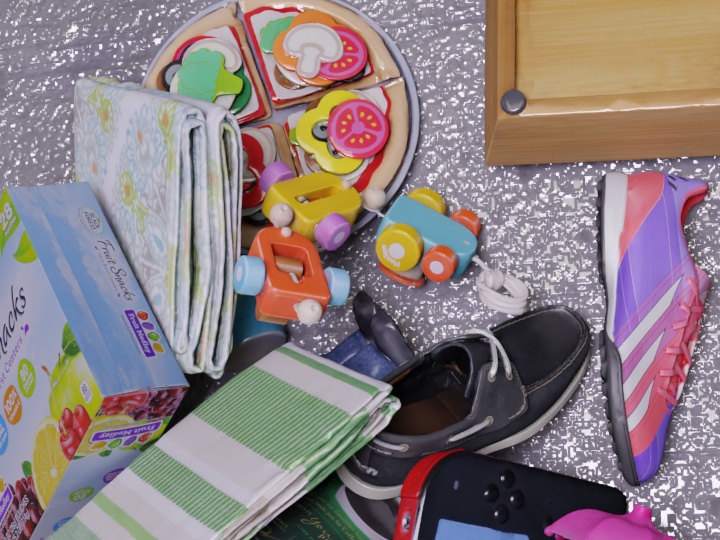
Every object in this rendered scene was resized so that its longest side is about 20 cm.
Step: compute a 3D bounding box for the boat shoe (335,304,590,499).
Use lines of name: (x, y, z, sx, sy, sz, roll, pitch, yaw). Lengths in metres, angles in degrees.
boat shoe: (0.072, 0.070, 0.957, 0.199, 0.068, 0.072, -26, 55, -31)

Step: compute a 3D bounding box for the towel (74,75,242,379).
towel: (-0.135, -0.032, 1.007, 0.200, 0.048, 0.173, 20, 110, 56)

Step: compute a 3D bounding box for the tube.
tube: (-0.114, -0.026, 1.084, 0.077, 0.050, 0.201, -26, 68, -5)

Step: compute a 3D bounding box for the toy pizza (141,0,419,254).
toy pizza: (-0.059, -0.108, 1.067, 0.198, 0.032, 0.202, -1, 72, 3)

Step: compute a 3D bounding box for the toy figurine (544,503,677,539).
toy figurine: (0.141, 0.233, 0.893, 0.198, 0.150, 0.185, -18, 76, -3)

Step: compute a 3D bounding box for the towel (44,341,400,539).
towel: (-0.084, 0.120, 0.891, 0.200, 0.023, 0.152, -41, 26, -17)

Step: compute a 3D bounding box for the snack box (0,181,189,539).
snack box: (-0.202, 0.072, 1.003, 0.200, 0.067, 0.169, -55, 53, 39)

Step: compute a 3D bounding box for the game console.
game console: (0.084, 0.216, 0.923, 0.031, 0.176, 0.202, -2, 74, 56)

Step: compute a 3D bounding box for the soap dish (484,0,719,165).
soap dish: (0.175, -0.154, 1.012, 0.198, 0.081, 0.159, -2, 78, 16)

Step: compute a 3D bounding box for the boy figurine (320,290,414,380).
boy figurine: (-0.058, 0.097, 1.012, 0.199, 0.065, 0.124, -33, 29, -4)

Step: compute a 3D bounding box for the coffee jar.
coffee jar: (-0.016, 0.176, 0.939, 0.104, 0.199, 0.086, 46, 131, 20)

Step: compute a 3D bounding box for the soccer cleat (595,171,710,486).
soccer cleat: (0.187, 0.034, 0.979, 0.072, 0.068, 0.202, -2, 76, 10)

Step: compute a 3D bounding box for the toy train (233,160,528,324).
toy train: (0.000, 0.000, 0.985, 0.056, 0.198, 0.151, -64, 34, 33)
